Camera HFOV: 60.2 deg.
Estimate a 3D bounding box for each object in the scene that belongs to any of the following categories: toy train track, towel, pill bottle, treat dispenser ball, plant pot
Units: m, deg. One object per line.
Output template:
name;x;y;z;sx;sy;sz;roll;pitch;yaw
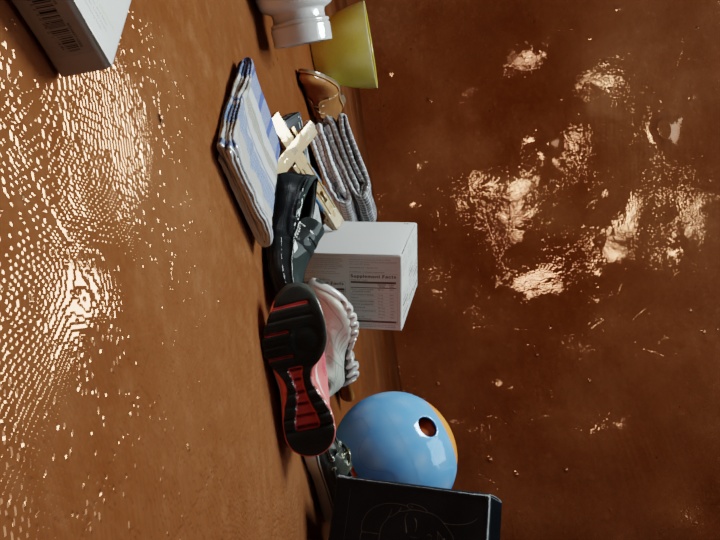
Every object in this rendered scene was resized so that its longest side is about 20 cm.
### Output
toy train track;-0.086;-0.140;0.913;0.200;0.032;0.115;57;49;-33
towel;-0.031;-0.195;1.235;0.166;0.085;0.201;63;6;-73
pill bottle;-0.103;-0.436;0.907;0.120;0.119;0.201;-82;162;-70
treat dispenser ball;0.053;0.293;0.976;0.201;0.200;0.202;-8;90;-84
towel;-0.123;-0.142;0.731;0.201;0.024;0.147;-92;169;-45
plant pot;-0.043;-0.531;1.499;0.200;0.141;0.201;-9;90;-84

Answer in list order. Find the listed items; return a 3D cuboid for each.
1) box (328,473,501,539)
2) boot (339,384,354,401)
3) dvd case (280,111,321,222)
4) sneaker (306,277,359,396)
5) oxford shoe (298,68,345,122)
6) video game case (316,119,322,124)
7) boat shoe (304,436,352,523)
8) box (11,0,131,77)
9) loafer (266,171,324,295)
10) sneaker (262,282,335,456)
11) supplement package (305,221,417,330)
box;0.065;0.370;0.763;0.124;0.195;0.201;51;44;-60
boot;-0.027;0.112;1.122;0.200;0.068;0.189;76;6;-55
dvd case;-0.098;-0.147;1.004;0.150;0.025;0.201;-81;163;-71
sneaker;-0.049;0.100;0.828;0.081;0.075;0.201;-41;139;-36
oxford shoe;-0.080;-0.354;1.280;0.200;0.071;0.072;30;78;-71
video game case;-0.080;-0.345;1.461;0.182;0.022;0.201;-56;138;-81
boat shoe;-0.037;0.265;0.853;0.069;0.056;0.201;-87;167;-61
box;-0.173;-0.233;0.355;0.145;0.036;0.201;74;9;-54
loafer;-0.081;-0.046;0.796;0.068;0.070;0.202;73;11;-58
sneaker;-0.076;0.113;0.738;0.087;0.073;0.201;-152;-123;-81
supplement package;0.000;0.000;0.945;0.200;0.155;0.112;-56;146;-70
